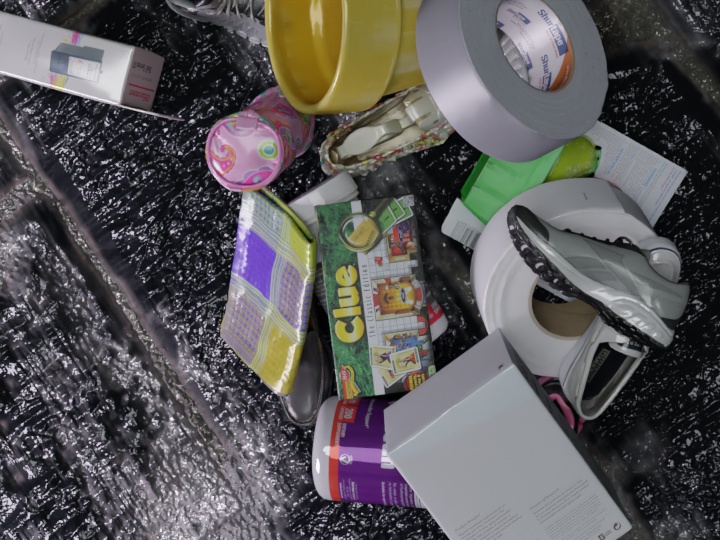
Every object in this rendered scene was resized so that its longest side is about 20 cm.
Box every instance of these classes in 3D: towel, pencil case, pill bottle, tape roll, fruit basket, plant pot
[{"bbox_3d":[-0.098,0.022,1.740,0.144,0.023,0.201,45,132,41],"label":"towel"},{"bbox_3d":[-0.101,-0.141,1.711,0.087,0.200,0.088,3,106,10],"label":"pencil case"},{"bbox_3d":[0.053,0.196,1.751,0.198,0.112,0.113,3,95,9],"label":"pill bottle"},{"bbox_3d":[0.216,0.008,1.683,0.201,0.071,0.204,-4,121,-7],"label":"tape roll"},{"bbox_3d":[0.000,0.000,1.737,0.110,0.111,0.201,-29,96,10],"label":"pill bottle"},{"bbox_3d":[0.149,-0.210,1.595,0.066,0.200,0.201,-27,89,47],"label":"tape roll"},{"bbox_3d":[0.212,-0.076,1.729,0.199,0.094,0.186,26,104,-13],"label":"fruit basket"},{"bbox_3d":[0.024,-0.263,1.675,0.188,0.200,0.203,-5,94,-26],"label":"plant pot"}]

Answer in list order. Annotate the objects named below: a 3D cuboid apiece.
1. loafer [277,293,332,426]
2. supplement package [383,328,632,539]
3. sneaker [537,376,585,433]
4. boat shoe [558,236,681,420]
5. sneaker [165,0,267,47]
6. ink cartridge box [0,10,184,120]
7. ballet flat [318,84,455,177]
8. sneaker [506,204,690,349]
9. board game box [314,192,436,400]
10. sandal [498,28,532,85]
[{"bbox_3d":[-0.074,0.074,1.785,0.072,0.072,0.202,-8,93,9],"label":"loafer"},{"bbox_3d":[0.140,0.193,1.610,0.151,0.151,0.201,-35,99,6],"label":"supplement package"},{"bbox_3d":[0.195,0.210,1.738,0.078,0.095,0.202,7,97,7],"label":"sneaker"},{"bbox_3d":[0.264,0.061,1.643,0.072,0.066,0.201,23,115,-22],"label":"boat shoe"},{"bbox_3d":[-0.128,-0.282,1.747,0.198,0.115,0.076,11,96,9],"label":"sneaker"},{"bbox_3d":[-0.289,-0.220,1.778,0.199,0.117,0.068,16,94,8],"label":"ink cartridge box"},{"bbox_3d":[0.043,-0.155,1.753,0.199,0.064,0.076,-31,85,10],"label":"ballet flat"},{"bbox_3d":[0.228,-0.006,1.583,0.199,0.074,0.080,34,83,-1],"label":"sneaker"},{"bbox_3d":[0.016,0.027,1.674,0.104,0.023,0.202,-8,94,-2],"label":"board game box"},{"bbox_3d":[0.153,-0.242,1.713,0.082,0.050,0.204,-25,55,44],"label":"sandal"}]
